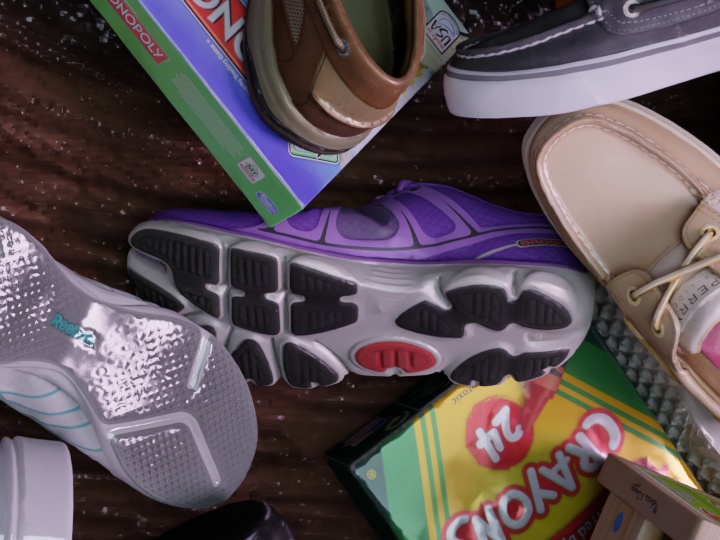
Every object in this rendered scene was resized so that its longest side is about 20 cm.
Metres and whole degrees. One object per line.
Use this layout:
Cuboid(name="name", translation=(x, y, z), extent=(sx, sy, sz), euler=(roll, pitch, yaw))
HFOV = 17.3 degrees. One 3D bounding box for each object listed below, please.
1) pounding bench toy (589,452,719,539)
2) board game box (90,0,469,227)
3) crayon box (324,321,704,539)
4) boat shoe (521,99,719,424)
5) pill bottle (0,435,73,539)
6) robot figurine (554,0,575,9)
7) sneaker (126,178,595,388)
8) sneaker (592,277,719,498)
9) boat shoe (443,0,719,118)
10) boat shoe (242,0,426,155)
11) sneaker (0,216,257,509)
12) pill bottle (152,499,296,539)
Cuboid(name="pounding bench toy", translation=(0.148, 0.185, 0.928), extent=(0.123, 0.200, 0.157), euler=(23, 92, -13))
Cuboid(name="board game box", translation=(-0.055, -0.137, 0.980), extent=(0.200, 0.029, 0.135), euler=(52, 51, -11))
Cuboid(name="crayon box", translation=(0.093, 0.126, 1.046), extent=(0.127, 0.051, 0.201), euler=(-37, 101, -11))
Cuboid(name="boat shoe", translation=(0.144, 0.009, 0.957), extent=(0.200, 0.069, 0.074), euler=(44, 104, -7))
Cuboid(name="pill bottle", translation=(-0.218, 0.102, 0.931), extent=(0.198, 0.113, 0.114), euler=(6, 90, -16))
Cuboid(name="robot figurine", translation=(0.104, -0.189, 0.969), extent=(0.144, 0.058, 0.201), euler=(33, 124, 12))
Cuboid(name="sneaker", translation=(0.000, 0.000, 1.010), extent=(0.198, 0.084, 0.081), euler=(6, 133, 0))
Cuboid(name="sneaker", translation=(0.174, 0.040, 1.061), extent=(0.099, 0.069, 0.201), euler=(-42, 105, -17))
Cuboid(name="boat shoe", translation=(0.125, -0.112, 0.937), extent=(0.198, 0.070, 0.067), euler=(-12, 105, 13))
Cuboid(name="boat shoe", translation=(-0.008, -0.150, 0.953), extent=(0.075, 0.074, 0.202), euler=(1, 74, -37))
Cuboid(name="sneaker", translation=(-0.123, 0.031, 0.980), extent=(0.200, 0.080, 0.071), euler=(39, 75, -32))
Cuboid(name="pill bottle", translation=(-0.037, 0.207, 0.983), extent=(0.111, 0.112, 0.201), euler=(-30, 98, -12))
